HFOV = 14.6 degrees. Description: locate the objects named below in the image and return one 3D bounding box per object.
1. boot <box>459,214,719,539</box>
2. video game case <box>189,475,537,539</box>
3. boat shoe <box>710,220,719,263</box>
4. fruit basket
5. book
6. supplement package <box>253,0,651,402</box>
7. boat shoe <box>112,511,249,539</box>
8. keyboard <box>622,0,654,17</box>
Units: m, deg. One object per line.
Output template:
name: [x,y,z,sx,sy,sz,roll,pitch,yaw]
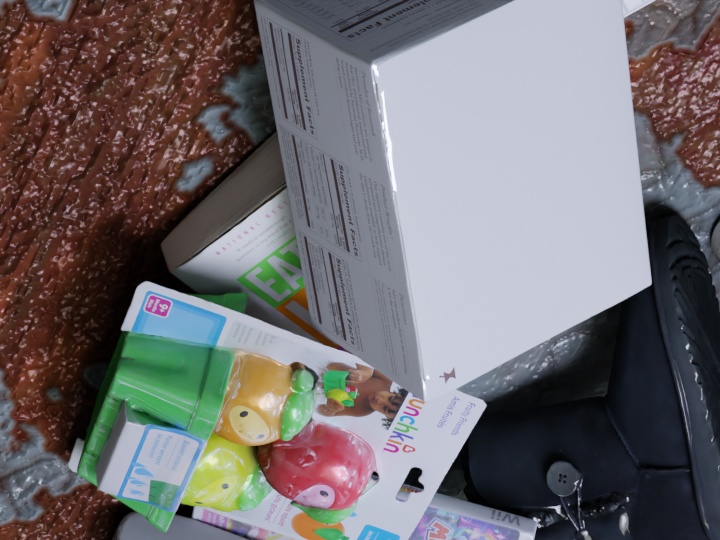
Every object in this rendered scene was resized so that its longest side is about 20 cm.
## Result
boot: [0.134,0.080,1.662,0.167,0.201,0.076,-12,180,24]
video game case: [-0.006,0.180,1.680,0.199,0.018,0.144,15,125,4]
boat shoe: [0.291,0.026,1.698,0.072,0.060,0.200,-44,128,16]
fruit basket: [-0.052,0.096,1.560,0.199,0.094,0.185,23,140,-4]
book: [0.000,0.000,1.586,0.133,0.048,0.200,-39,132,15]
supplement package: [0.051,-0.064,1.457,0.155,0.111,0.201,-26,125,-25]
boat shoe: [-0.056,0.205,1.660,0.199,0.071,0.064,23,125,9]
keyboard: [0.132,-0.155,1.529,0.199,0.011,0.056,-29,131,4]
